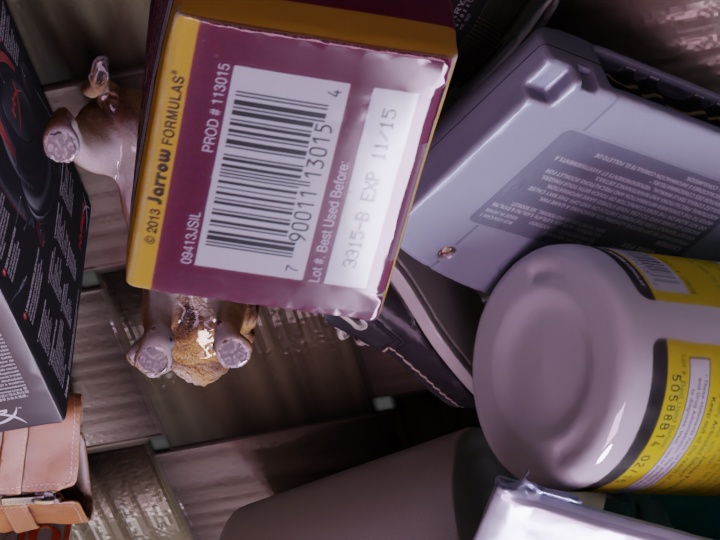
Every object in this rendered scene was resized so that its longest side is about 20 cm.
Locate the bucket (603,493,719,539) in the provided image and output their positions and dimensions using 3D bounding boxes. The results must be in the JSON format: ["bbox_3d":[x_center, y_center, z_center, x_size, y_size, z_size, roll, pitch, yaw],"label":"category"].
[{"bbox_3d":[0.211,0.172,1.043,0.207,0.207,0.135,18,131,-17],"label":"bucket"}]

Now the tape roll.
[{"bbox_3d":[0.028,0.198,1.056,0.139,0.203,0.203,-20,129,16],"label":"tape roll"}]

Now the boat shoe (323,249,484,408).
[{"bbox_3d":[0.000,0.000,0.963,0.060,0.074,0.200,-28,124,22],"label":"boat shoe"}]

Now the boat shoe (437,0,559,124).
[{"bbox_3d":[0.071,-0.138,0.840,0.072,0.071,0.200,16,130,-15],"label":"boat shoe"}]

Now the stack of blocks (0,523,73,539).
[{"bbox_3d":[-0.263,0.191,1.101,0.200,0.115,0.059,4,132,-3],"label":"stack of blocks"}]

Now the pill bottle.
[{"bbox_3d":[0.160,0.050,0.942,0.200,0.111,0.111,6,135,-34],"label":"pill bottle"}]

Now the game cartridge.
[{"bbox_3d":[0.105,-0.037,0.917,0.200,0.041,0.133,15,130,-42],"label":"game cartridge"}]

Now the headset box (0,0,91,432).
[{"bbox_3d":[-0.185,-0.048,0.865,0.075,0.149,0.200,-10,133,8],"label":"headset box"}]

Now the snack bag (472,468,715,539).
[{"bbox_3d":[0.117,0.193,0.919,0.188,0.021,0.200,16,120,-10],"label":"snack bag"}]

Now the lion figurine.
[{"bbox_3d":[-0.093,-0.025,0.932,0.072,0.123,0.200,-11,116,1],"label":"lion figurine"}]

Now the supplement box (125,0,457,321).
[{"bbox_3d":[-0.029,-0.097,0.788,0.103,0.200,0.131,8,132,-9],"label":"supplement box"}]

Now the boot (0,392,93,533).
[{"bbox_3d":[-0.220,0.077,1.022,0.155,0.077,0.200,-1,135,2],"label":"boot"}]
